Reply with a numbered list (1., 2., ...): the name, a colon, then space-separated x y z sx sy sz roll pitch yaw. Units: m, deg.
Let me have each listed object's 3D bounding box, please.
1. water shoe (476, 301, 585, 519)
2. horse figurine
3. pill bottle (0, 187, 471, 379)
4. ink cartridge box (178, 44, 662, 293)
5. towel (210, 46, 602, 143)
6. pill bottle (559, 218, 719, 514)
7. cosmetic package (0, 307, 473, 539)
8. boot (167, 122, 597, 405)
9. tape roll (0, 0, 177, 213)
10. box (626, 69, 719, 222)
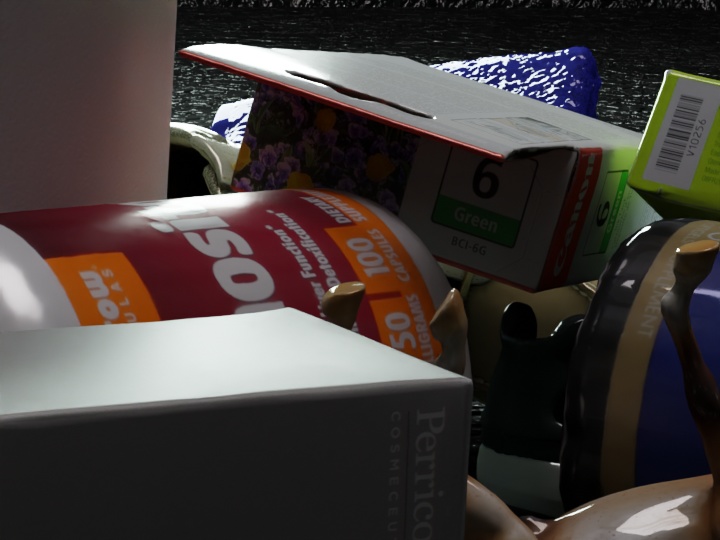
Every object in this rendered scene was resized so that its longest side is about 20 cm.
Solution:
1. water shoe: 0.123 0.038 0.812 0.200 0.079 0.071 -7 14 -45
2. horse figurine: 0.061 0.061 0.608 0.200 0.133 0.050 -9 12 6
3. pill bottle: -0.074 0.038 0.660 0.200 0.113 0.113 -7 14 -43
4. ink cartridge box: 0.024 -0.032 0.767 0.109 0.050 0.200 19 11 19
5. towel: 0.016 -0.043 1.147 0.200 0.050 0.148 -8 34 17
6. pill bottle: 0.165 0.051 0.661 0.200 0.112 0.112 8 11 29
7. cosmetic package: -0.080 0.070 0.502 0.200 0.107 0.090 -5 12 -29
8. boot: 0.000 0.000 0.883 0.200 0.072 0.155 26 8 37
9. tape roll: -0.159 -0.071 0.773 0.202 0.139 0.203 4 12 -1
10. box: 0.181 -0.001 0.804 0.122 0.048 0.200 16 -9 31
